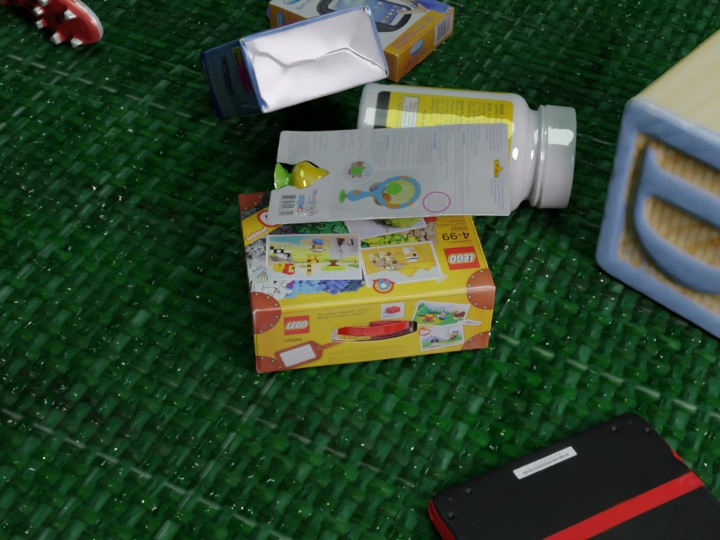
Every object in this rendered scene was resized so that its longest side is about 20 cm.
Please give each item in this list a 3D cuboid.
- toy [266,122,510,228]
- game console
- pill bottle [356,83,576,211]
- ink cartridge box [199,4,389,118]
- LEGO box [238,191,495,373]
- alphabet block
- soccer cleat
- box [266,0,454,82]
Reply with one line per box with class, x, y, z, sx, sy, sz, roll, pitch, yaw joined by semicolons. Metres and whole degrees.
toy;0.026;-0.072;1.025;0.199;0.047;0.115;1;48;5
game console;0.174;0.199;0.882;0.199;0.031;0.177;-19;43;-20
pill bottle;0.098;-0.113;1.132;0.199;0.115;0.115;5;45;4
ink cartridge box;-0.076;-0.205;1.205;0.136;0.077;0.200;-19;10;-18
LEGO box;0.000;0.000;1.040;0.199;0.077;0.149;-6;45;-7
alphabet block;0.346;-0.078;1.044;0.195;0.197;0.200;35;53;28
soccer cleat;-0.351;-0.315;1.361;0.200;0.069;0.085;27;54;30
box;-0.008;-0.290;1.361;0.200;0.042;0.119;28;50;22
